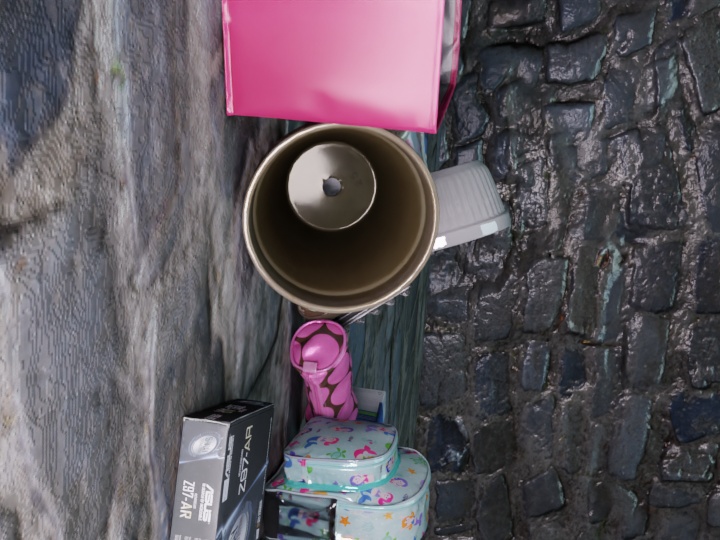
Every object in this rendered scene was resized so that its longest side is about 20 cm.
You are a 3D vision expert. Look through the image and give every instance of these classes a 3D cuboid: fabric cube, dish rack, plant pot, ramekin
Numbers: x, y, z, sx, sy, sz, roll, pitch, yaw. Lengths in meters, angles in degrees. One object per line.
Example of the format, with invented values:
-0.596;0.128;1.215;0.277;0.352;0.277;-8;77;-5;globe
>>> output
-0.007;-0.257;0.810;0.200;0.199;0.197;-65;157;-63;fabric cube
0.009;0.046;1.267;0.055;0.153;0.200;60;6;9;dish rack
-0.027;-0.074;0.920;0.174;0.199;0.200;-111;-157;-72;plant pot
0.111;-0.091;1.229;0.200;0.200;0.105;-37;112;-77;ramekin

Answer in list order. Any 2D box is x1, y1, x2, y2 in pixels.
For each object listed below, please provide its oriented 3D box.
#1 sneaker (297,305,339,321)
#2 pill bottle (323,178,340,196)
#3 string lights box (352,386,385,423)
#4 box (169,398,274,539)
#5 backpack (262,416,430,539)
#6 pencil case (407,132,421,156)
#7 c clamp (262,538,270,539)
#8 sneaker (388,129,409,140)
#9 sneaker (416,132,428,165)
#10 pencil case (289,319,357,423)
0.000;0.000;1.121;0.200;0.070;0.076;-43;166;5;sneaker
-0.006;-0.166;1.122;0.116;0.116;0.201;21;76;-80;pill bottle
-0.028;0.269;1.290;0.200;0.103;0.059;-72;165;-50;string lights box
-0.134;0.232;0.812;0.160;0.043;0.201;21;75;-81;box
-0.008;0.278;1.082;0.178;0.200;0.151;-36;134;-69;backpack
0.029;-0.233;1.243;0.083;0.091;0.200;-66;146;-54;pencil case
-0.124;0.431;1.043;0.200;0.027;0.171;-70;163;-58;c clamp
-0.005;-0.210;1.001;0.200;0.075;0.085;59;-18;24;sneaker
0.079;-0.176;1.426;0.146;0.080;0.201;-71;161;-76;sneaker
-0.049;0.158;1.167;0.094;0.091;0.200;-57;155;-32;pencil case
